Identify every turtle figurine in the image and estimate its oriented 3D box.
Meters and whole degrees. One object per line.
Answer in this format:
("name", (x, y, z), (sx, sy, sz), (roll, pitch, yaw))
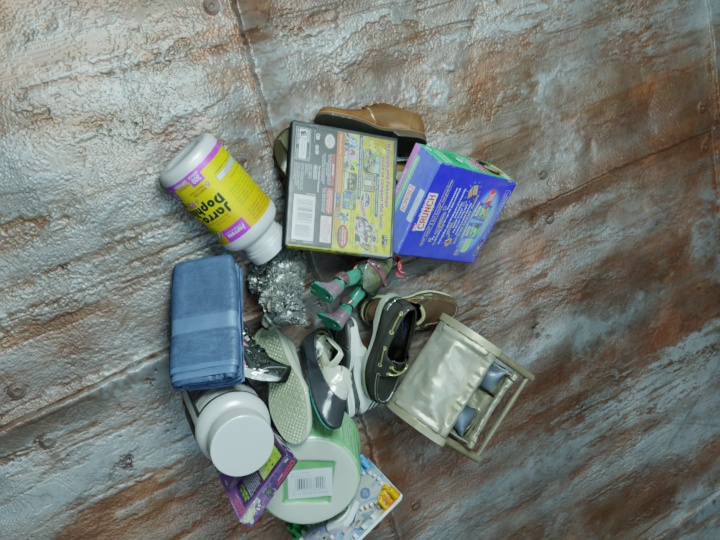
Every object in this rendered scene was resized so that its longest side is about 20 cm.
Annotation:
("turtle figurine", (0.000, 0.000, 1.096), (0.200, 0.100, 0.150), (-48, 123, -36))

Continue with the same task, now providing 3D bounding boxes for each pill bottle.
("pill bottle", (-0.206, 0.228, 1.020), (0.115, 0.200, 0.118), (-6, 105, -23))
("pill bottle", (-0.200, -0.102, 1.000), (0.104, 0.104, 0.200), (-46, 116, -9))

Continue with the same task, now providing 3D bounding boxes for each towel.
("towel", (-0.232, 0.078, 0.993), (0.111, 0.049, 0.202), (-7, 66, 2))

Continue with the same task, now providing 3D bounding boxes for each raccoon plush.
("raccoon plush", (-0.116, -0.003, 1.045), (0.096, 0.134, 0.202), (11, 97, -25))

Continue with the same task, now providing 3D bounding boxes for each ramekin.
("ramekin", (-0.091, 0.333, 1.125), (0.198, 0.098, 0.202), (-3, 111, -8))

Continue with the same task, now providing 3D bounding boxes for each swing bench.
("swing bench", (0.185, 0.219, 1.213), (0.200, 0.129, 0.200), (34, 88, -45))

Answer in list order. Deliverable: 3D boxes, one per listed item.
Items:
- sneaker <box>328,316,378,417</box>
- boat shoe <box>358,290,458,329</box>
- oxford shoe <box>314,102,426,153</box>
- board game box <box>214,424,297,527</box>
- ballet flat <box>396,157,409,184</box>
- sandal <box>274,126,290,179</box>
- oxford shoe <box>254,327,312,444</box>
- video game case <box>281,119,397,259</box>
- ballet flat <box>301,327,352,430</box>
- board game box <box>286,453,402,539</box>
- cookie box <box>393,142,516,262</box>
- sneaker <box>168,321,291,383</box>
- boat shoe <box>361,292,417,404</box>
("sneaker", (0.005, 0.164, 1.186), (0.115, 0.076, 0.202), (-14, 116, -31))
("boat shoe", (0.100, 0.081, 1.199), (0.201, 0.075, 0.075), (-4, 103, -24))
("oxford shoe", (0.016, -0.250, 1.101), (0.198, 0.071, 0.072), (6, 69, -24))
("board game box", (-0.175, 0.302, 1.051), (0.032, 0.200, 0.120), (43, 83, -28))
("ballet flat", (0.061, -0.164, 1.129), (0.198, 0.074, 0.075), (-13, 107, -22))
("sandal", (-0.069, -0.143, 1.076), (0.200, 0.055, 0.082), (45, 70, -12))
("oxford shoe", (-0.121, 0.186, 1.079), (0.075, 0.201, 0.058), (-25, 158, 9))
("video game case", (-0.030, -0.126, 1.045), (0.179, 0.025, 0.202), (6, 80, -19))
("ballet flat", (-0.052, 0.166, 1.078), (0.072, 0.201, 0.074), (-8, 127, -11))
("board game box", (-0.036, 0.423, 1.148), (0.200, 0.200, 0.026), (-41, 102, -11))
("cookie box", (0.148, -0.110, 1.128), (0.199, 0.075, 0.172), (5, 119, -41))
("sneaker", (-0.198, 0.114, 1.034), (0.198, 0.080, 0.087), (22, 82, 2))
("boat shoe", (0.052, 0.143, 1.122), (0.071, 0.060, 0.203), (-6, 112, -38))
